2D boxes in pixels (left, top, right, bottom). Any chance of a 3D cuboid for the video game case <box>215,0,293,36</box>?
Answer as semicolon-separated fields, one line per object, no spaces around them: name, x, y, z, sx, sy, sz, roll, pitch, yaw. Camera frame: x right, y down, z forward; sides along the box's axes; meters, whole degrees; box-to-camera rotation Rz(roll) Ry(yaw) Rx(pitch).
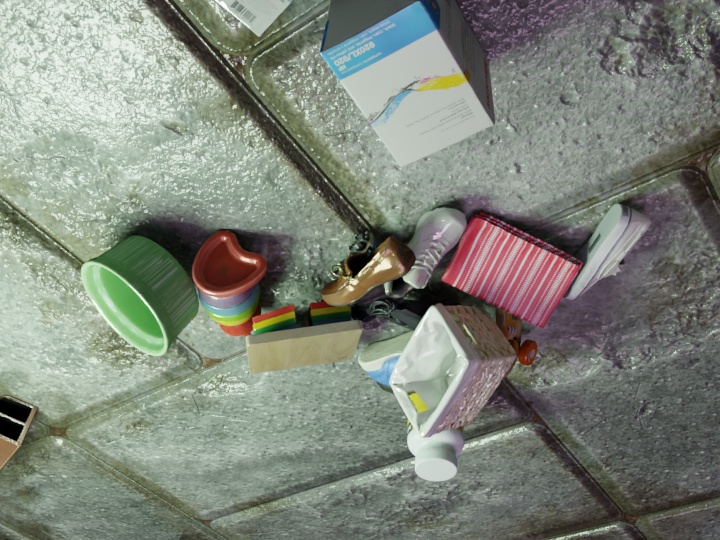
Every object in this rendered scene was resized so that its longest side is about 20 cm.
video game case;-0.145;-0.413;0.984;0.199;0.036;0.181;34;129;-27

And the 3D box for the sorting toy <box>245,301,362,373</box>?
sorting toy;-0.107;0.115;1.440;0.196;0.070;0.200;-7;160;-9

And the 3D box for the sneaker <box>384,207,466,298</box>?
sneaker;0.107;-0.019;1.318;0.077;0.100;0.200;25;133;-20

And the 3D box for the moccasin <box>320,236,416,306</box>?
moccasin;-0.001;0.001;1.314;0.078;0.074;0.201;46;141;-15

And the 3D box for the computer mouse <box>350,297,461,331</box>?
computer mouse;0.091;0.083;1.412;0.198;0.053;0.138;3;169;-25

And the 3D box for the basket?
basket;0.157;0.168;1.372;0.122;0.136;0.201;-2;134;-33

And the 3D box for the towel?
towel;0.247;0.001;1.331;0.198;0.023;0.145;25;121;-1

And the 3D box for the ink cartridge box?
ink cartridge box;0.066;-0.269;1.032;0.144;0.148;0.200;-21;130;25

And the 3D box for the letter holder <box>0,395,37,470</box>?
letter holder;-0.840;0.363;1.801;0.141;0.101;0.200;30;131;-21

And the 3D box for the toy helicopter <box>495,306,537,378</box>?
toy helicopter;0.248;0.103;1.425;0.078;0.132;0.202;16;126;37

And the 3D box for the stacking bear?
stacking bear;-0.224;0.046;1.413;0.121;0.114;0.201;36;155;22

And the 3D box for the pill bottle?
pill bottle;0.147;0.301;1.571;0.111;0.201;0.113;2;136;2

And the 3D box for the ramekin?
ramekin;-0.370;0.038;1.373;0.199;0.098;0.201;27;142;23

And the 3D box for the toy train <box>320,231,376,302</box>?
toy train;-0.019;0.004;1.402;0.045;0.034;0.201;17;135;-15

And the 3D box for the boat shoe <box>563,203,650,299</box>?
boat shoe;0.400;-0.022;1.315;0.065;0.072;0.201;19;126;-8

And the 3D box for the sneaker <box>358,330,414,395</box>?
sneaker;0.104;0.180;1.537;0.198;0.077;0.112;-18;126;28
